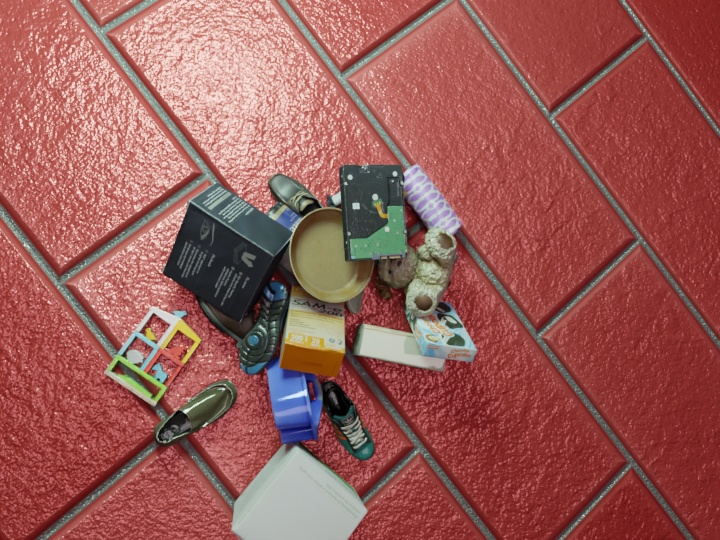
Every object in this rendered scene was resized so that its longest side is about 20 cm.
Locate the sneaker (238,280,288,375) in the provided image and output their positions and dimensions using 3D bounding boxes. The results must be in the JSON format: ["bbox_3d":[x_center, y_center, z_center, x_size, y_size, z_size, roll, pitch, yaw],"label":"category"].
[{"bbox_3d":[-0.195,0.126,1.161,0.072,0.082,0.202,20,82,7],"label":"sneaker"}]

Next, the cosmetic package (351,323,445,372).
[{"bbox_3d":[0.088,0.176,1.243,0.197,0.103,0.074,12,81,-10],"label":"cosmetic package"}]

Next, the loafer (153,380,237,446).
[{"bbox_3d":[-0.350,0.310,1.163,0.199,0.070,0.076,-37,91,-12],"label":"loafer"}]

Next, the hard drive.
[{"bbox_3d":[0.028,-0.123,1.167,0.138,0.038,0.203,-4,88,-19],"label":"hard drive"}]

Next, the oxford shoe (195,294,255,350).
[{"bbox_3d":[-0.278,0.107,1.201,0.200,0.073,0.085,46,75,-15],"label":"oxford shoe"}]

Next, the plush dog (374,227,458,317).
[{"bbox_3d":[0.122,-0.004,1.261,0.170,0.160,0.202,18,88,16],"label":"plush dog"}]

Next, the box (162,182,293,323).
[{"bbox_3d":[-0.275,-0.036,1.137,0.199,0.118,0.197,33,122,-2],"label":"box"}]

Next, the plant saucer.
[{"bbox_3d":[-0.064,-0.031,1.163,0.198,0.035,0.203,4,81,-28],"label":"plant saucer"}]

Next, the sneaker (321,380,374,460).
[{"bbox_3d":[-0.030,0.340,1.214,0.071,0.080,0.201,-33,91,-12],"label":"sneaker"}]

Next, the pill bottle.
[{"bbox_3d":[-0.137,-0.050,1.220,0.199,0.112,0.112,38,79,-5],"label":"pill bottle"}]

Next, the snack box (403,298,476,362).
[{"bbox_3d":[0.172,0.127,1.219,0.115,0.201,0.038,9,115,-13],"label":"snack box"}]

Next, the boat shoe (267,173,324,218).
[{"bbox_3d":[-0.127,-0.154,1.251,0.199,0.073,0.075,39,79,-5],"label":"boat shoe"}]

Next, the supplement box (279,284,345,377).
[{"bbox_3d":[-0.100,0.124,1.166,0.124,0.201,0.074,11,122,-10],"label":"supplement box"}]

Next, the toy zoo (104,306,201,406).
[{"bbox_3d":[-0.439,0.172,1.186,0.131,0.020,0.201,36,79,-5],"label":"toy zoo"}]

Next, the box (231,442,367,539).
[{"bbox_3d":[-0.130,0.494,1.134,0.199,0.171,0.200,42,79,-4],"label":"box"}]

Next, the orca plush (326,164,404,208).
[{"bbox_3d":[0.021,-0.172,1.273,0.199,0.071,0.106,-31,50,15],"label":"orca plush"}]

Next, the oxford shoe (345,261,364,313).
[{"bbox_3d":[0.000,0.000,1.246,0.057,0.075,0.203,6,94,21],"label":"oxford shoe"}]

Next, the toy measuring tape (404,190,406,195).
[{"bbox_3d":[0.053,-0.104,1.292,0.073,0.074,0.201,28,103,-6],"label":"toy measuring tape"}]

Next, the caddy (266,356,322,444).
[{"bbox_3d":[-0.132,0.265,1.155,0.104,0.142,0.201,-12,49,-7],"label":"caddy"}]

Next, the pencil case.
[{"bbox_3d":[0.160,-0.156,1.305,0.201,0.085,0.084,55,44,-1],"label":"pencil case"}]
